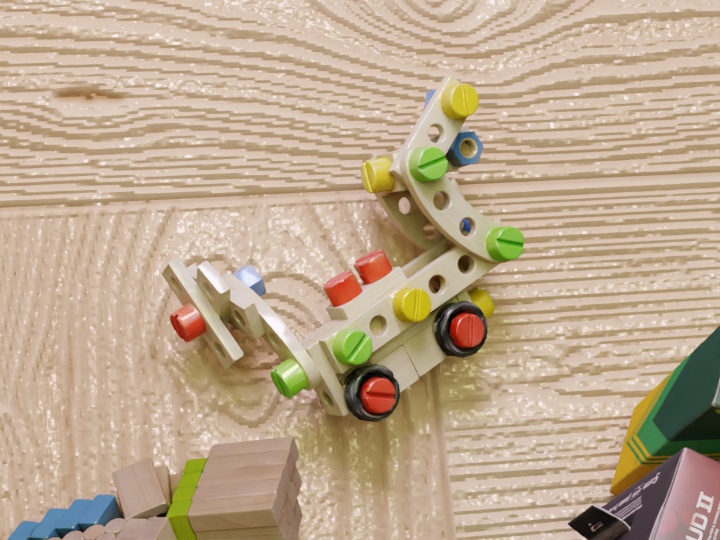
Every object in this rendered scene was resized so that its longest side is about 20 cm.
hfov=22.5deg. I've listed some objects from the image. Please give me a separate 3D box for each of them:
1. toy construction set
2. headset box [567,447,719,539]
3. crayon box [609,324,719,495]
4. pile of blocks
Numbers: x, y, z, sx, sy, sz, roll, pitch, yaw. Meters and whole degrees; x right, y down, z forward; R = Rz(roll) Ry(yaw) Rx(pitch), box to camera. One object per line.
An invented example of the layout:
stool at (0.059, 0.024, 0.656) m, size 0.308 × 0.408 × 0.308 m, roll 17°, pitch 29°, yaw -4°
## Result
toy construction set at (0.000, 0.000, 0.952) m, size 0.199 × 0.092 × 0.132 m, roll -30°, pitch 103°, yaw -9°
headset box at (0.197, 0.166, 0.898) m, size 0.199 × 0.149 × 0.075 m, roll 24°, pitch 70°, yaw 0°
crayon box at (0.246, 0.104, 0.912) m, size 0.199 × 0.173 × 0.059 m, roll 21°, pitch 67°, yaw -1°
pile of blocks at (-0.116, 0.149, 0.913) m, size 0.199 × 0.082 × 0.063 m, roll -20°, pitch 119°, yaw -5°
